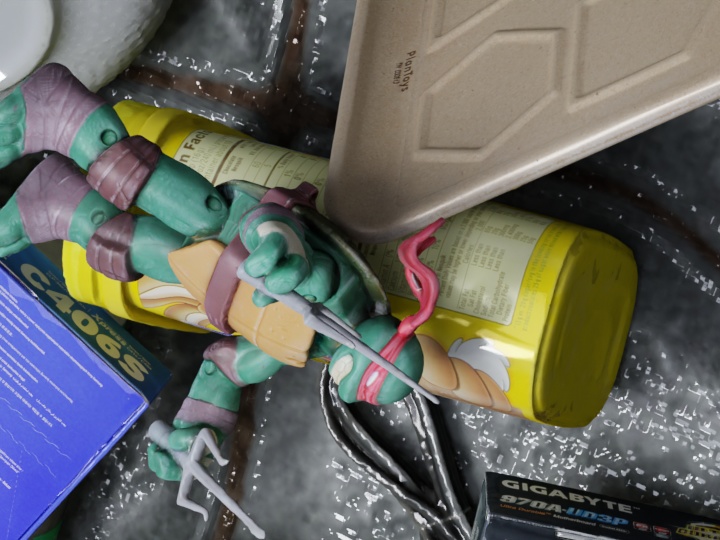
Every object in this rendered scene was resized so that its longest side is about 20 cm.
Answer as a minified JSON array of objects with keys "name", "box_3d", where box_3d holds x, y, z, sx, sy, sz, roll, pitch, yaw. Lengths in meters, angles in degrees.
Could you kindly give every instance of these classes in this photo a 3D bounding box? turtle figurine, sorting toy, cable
[{"name":"turtle figurine","box_3d":[-0.048,0.010,1.085,0.200,0.101,0.150,34,135,17]},{"name":"sorting toy","box_3d":[0.087,-0.099,1.136,0.199,0.186,0.037,-19,128,24]},{"name":"cable","box_3d":[0.038,0.123,1.258,0.097,0.050,0.201,-12,97,22]}]

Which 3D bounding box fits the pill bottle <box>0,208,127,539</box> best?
[{"name":"pill bottle","box_3d":[-0.181,0.081,1.312,0.113,0.113,0.201,26,110,17]}]

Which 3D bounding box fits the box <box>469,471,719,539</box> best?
[{"name":"box","box_3d":[0.105,0.196,1.216,0.158,0.046,0.201,12,107,-3]}]

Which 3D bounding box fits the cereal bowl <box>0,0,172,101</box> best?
[{"name":"cereal bowl","box_3d":[-0.169,-0.131,1.223,0.199,0.084,0.201,0,135,0]}]

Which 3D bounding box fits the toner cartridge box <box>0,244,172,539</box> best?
[{"name":"toner cartridge box","box_3d":[-0.182,0.012,1.210,0.200,0.043,0.095,43,107,-2]}]

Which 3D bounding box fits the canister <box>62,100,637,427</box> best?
[{"name":"canister","box_3d":[0.000,0.000,1.195,0.199,0.148,0.087,15,89,18]}]
